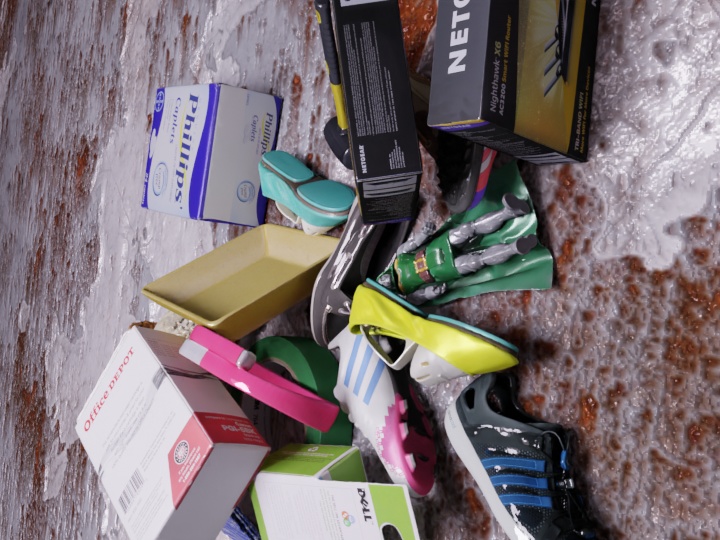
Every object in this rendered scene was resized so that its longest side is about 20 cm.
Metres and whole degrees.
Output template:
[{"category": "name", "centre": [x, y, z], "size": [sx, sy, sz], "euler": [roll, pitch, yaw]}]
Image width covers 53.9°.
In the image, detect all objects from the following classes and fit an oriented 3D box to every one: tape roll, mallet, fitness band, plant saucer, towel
[{"category": "tape roll", "centre": [-0.090, 0.181, 0.859], "size": [0.200, 0.048, 0.202], "euler": [-9, 78, 49]}, {"category": "mallet", "centre": [-0.021, -0.190, 0.754], "size": [0.066, 0.041, 0.200], "euler": [60, 168, 31]}, {"category": "fitness band", "centre": [-0.107, 0.112, 0.745], "size": [0.199, 0.143, 0.038], "euler": [18, 75, 48]}, {"category": "plant saucer", "centre": [-0.136, 0.015, 0.856], "size": [0.199, 0.199, 0.049], "euler": [15, 128, 50]}, {"category": "towel", "centre": [-0.184, 0.289, 0.875], "size": [0.144, 0.024, 0.201], "euler": [8, 134, 49]}]

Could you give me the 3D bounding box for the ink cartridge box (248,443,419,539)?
[{"category": "ink cartridge box", "centre": [-0.005, 0.256, 0.699], "size": [0.199, 0.076, 0.149], "euler": [-8, 98, 36]}]

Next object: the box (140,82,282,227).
[{"category": "box", "centre": [-0.219, -0.166, 1.015], "size": [0.199, 0.104, 0.185], "euler": [13, 95, 49]}]

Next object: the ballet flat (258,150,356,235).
[{"category": "ballet flat", "centre": [-0.062, -0.084, 0.861], "size": [0.200, 0.067, 0.071], "euler": [38, 137, 46]}]

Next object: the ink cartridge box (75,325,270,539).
[{"category": "ink cartridge box", "centre": [-0.204, 0.176, 0.749], "size": [0.200, 0.083, 0.147], "euler": [42, 104, 40]}]

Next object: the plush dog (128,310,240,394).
[{"category": "plush dog", "centre": [-0.221, 0.121, 0.910], "size": [0.172, 0.159, 0.201], "euler": [-123, 51, -64]}]

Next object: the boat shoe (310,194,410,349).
[{"category": "boat shoe", "centre": [0.000, 0.000, 0.763], "size": [0.057, 0.067, 0.201], "euler": [34, 108, 53]}]

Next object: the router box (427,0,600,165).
[{"category": "router box", "centre": [0.129, -0.198, 0.565], "size": [0.052, 0.157, 0.202], "euler": [4, 88, 46]}]

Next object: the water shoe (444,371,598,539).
[{"category": "water shoe", "centre": [0.140, 0.162, 0.571], "size": [0.079, 0.071, 0.200], "euler": [-58, 47, 20]}]

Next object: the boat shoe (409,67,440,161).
[{"category": "boat shoe", "centre": [0.040, -0.170, 0.731], "size": [0.200, 0.072, 0.072], "euler": [44, 106, 36]}]

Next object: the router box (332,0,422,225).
[{"category": "router box", "centre": [0.012, -0.154, 0.608], "size": [0.157, 0.052, 0.202], "euler": [76, -173, -81]}]

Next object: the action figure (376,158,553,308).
[{"category": "action figure", "centre": [0.083, -0.012, 0.681], "size": [0.200, 0.054, 0.119], "euler": [-28, 67, 49]}]

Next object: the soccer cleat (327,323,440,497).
[{"category": "soccer cleat", "centre": [0.019, 0.139, 0.716], "size": [0.086, 0.070, 0.201], "euler": [-32, 52, 24]}]

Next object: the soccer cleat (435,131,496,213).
[{"category": "soccer cleat", "centre": [0.115, -0.147, 0.626], "size": [0.068, 0.073, 0.202], "euler": [173, 105, -66]}]

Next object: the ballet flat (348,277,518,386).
[{"category": "ballet flat", "centre": [0.056, 0.066, 0.648], "size": [0.199, 0.067, 0.067], "euler": [24, 84, 48]}]
